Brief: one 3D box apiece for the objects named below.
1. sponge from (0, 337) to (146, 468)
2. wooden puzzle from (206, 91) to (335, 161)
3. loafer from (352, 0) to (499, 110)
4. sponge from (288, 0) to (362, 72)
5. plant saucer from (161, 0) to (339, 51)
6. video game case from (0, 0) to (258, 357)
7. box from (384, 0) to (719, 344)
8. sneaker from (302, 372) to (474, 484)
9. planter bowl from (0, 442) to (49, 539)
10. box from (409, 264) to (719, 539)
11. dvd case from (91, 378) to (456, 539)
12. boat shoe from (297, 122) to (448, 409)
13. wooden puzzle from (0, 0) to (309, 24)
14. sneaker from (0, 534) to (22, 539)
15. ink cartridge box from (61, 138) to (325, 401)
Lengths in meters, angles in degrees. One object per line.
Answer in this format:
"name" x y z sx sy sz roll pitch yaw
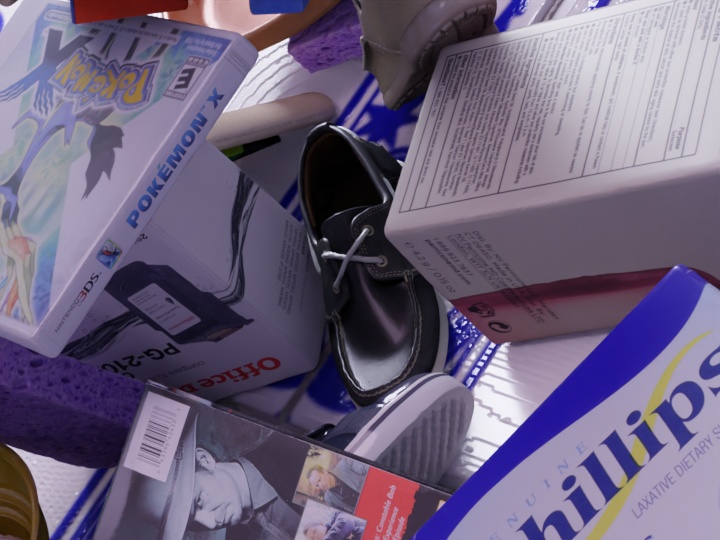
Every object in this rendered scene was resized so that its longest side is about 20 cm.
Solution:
"sponge" -0.183 0.070 1.271 0.111 0.200 0.030 -10 67 39
"wooden puzzle" -0.137 -0.059 1.407 0.200 0.037 0.185 -15 3 32
"loafer" 0.034 -0.143 1.297 0.076 0.068 0.200 -31 -4 -8
"sponge" 0.022 -0.219 1.472 0.111 0.030 0.200 -16 47 34
"plant saucer" -0.042 -0.212 1.465 0.200 0.032 0.200 -29 39 27
"video game case" -0.162 -0.056 1.183 0.200 0.022 0.182 17 70 49
"box" 0.132 -0.053 1.157 0.200 0.109 0.128 -9 49 38
"sneaker" -0.032 0.118 1.169 0.079 0.078 0.200 39 87 31
"planter bowl" -0.229 0.199 1.289 0.200 0.083 0.201 -25 42 25
"box" 0.147 0.128 0.978 0.184 0.105 0.200 -46 36 -1
"dvd case" -0.042 0.150 1.114 0.200 0.022 0.146 17 88 26
"boat shoe" 0.000 0.000 1.272 0.072 0.068 0.200 -28 42 19
"wooden puzzle" -0.073 -0.160 1.204 0.200 0.046 0.185 -7 14 6
"sneaker" -0.240 0.218 1.145 0.200 0.070 0.109 -28 50 2
"ink cartridge box" -0.130 -0.008 1.293 0.145 0.200 0.084 -19 47 31
